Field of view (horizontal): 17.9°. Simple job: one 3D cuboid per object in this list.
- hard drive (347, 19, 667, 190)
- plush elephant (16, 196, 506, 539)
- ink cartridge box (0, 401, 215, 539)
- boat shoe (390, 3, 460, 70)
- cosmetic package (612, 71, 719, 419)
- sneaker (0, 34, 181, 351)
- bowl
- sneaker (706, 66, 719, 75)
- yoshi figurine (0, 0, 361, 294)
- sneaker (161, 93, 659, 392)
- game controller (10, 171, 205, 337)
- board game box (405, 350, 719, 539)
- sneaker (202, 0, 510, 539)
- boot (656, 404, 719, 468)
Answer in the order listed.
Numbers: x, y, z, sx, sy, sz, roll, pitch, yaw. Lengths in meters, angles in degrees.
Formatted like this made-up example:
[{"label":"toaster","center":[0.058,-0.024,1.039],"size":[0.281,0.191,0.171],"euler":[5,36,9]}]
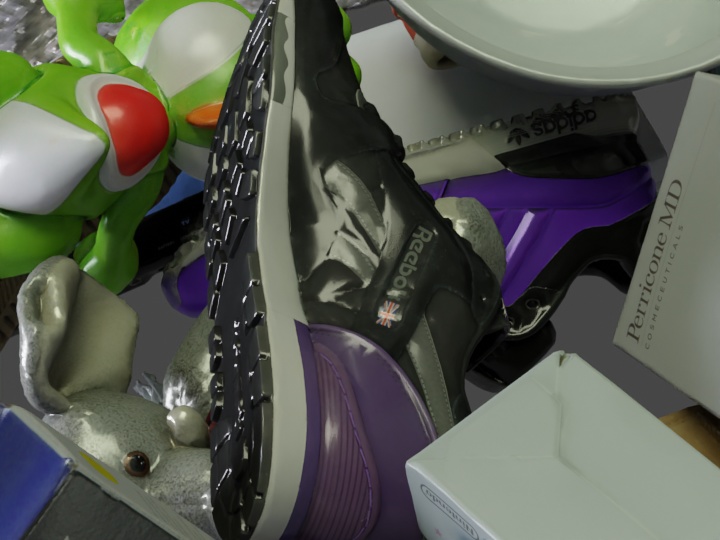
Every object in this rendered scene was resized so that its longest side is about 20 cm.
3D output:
[{"label":"hard drive","center":[0.013,-0.053,0.973],"size":[0.200,0.027,0.132],"euler":[-19,47,-5]},{"label":"plush elephant","center":[-0.046,0.070,0.778],"size":[0.200,0.165,0.155],"euler":[-3,9,32]},{"label":"ink cartridge box","center":[-0.115,0.150,0.663],"size":[0.198,0.200,0.047],"euler":[-53,33,-3]},{"label":"boat shoe","center":[0.106,-0.136,0.967],"size":[0.200,0.071,0.063],"euler":[-16,64,-15]},{"label":"cosmetic package","center":[0.180,0.015,0.759],"size":[0.081,0.113,0.200],"euler":[7,14,-31]},{"label":"sneaker","center":[-0.151,-0.015,0.894],"size":[0.112,0.071,0.200],"euler":[-18,26,51]},{"label":"bowl","center":[0.081,-0.146,0.886],"size":[0.201,0.090,0.201],"euler":[1,71,-3]},{"label":"sneaker","center":[0.239,-0.105,0.931],"size":[0.200,0.088,0.074],"euler":[-10,47,3]},{"label":"yoshi figurine","center":[-0.098,-0.054,0.830],"size":[0.200,0.112,0.112],"euler":[-20,57,-28]},{"label":"sneaker","center":[0.028,0.003,0.873],"size":[0.200,0.070,0.100],"euler":[-16,87,-11]},{"label":"game controller","center":[-0.116,-0.032,0.945],"size":[0.200,0.042,0.104],"euler":[-24,48,9]},{"label":"board game box","center":[0.094,0.139,0.664],"size":[0.064,0.200,0.148],"euler":[-35,51,-18]},{"label":"sneaker","center":[0.000,0.000,0.721],"size":[0.088,0.076,0.200],"euler":[8,58,-16]},{"label":"boot","center":[0.188,0.108,0.765],"size":[0.175,0.066,0.200],"euler":[-16,39,-21]}]
